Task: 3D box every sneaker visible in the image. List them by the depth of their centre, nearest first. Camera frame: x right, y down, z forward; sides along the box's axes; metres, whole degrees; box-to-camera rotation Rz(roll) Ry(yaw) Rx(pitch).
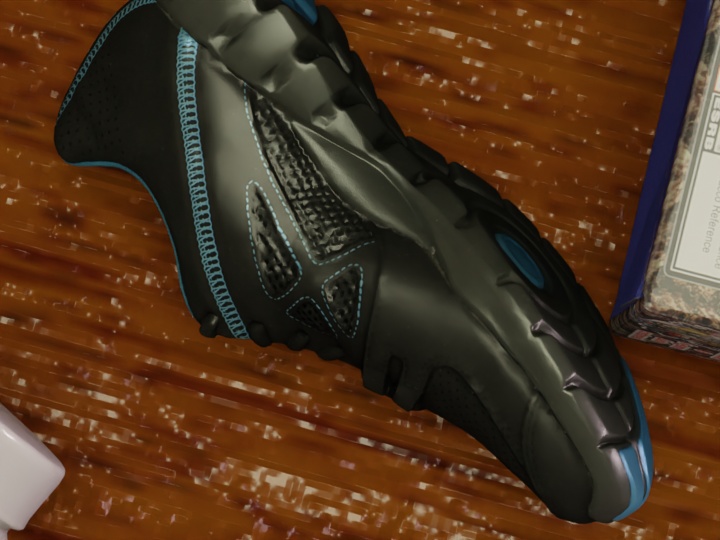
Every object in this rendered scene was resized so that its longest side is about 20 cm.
[{"bbox_3d":[0.000,0.000,0.756,0.082,0.073,0.200,-44,80,13],"label":"sneaker"}]

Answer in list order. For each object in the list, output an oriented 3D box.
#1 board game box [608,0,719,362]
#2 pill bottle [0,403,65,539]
[{"bbox_3d":[0.184,-0.038,0.737,0.199,0.097,0.160,15,85,1],"label":"board game box"},{"bbox_3d":[-0.173,0.103,0.718,0.109,0.109,0.200,40,86,3],"label":"pill bottle"}]
